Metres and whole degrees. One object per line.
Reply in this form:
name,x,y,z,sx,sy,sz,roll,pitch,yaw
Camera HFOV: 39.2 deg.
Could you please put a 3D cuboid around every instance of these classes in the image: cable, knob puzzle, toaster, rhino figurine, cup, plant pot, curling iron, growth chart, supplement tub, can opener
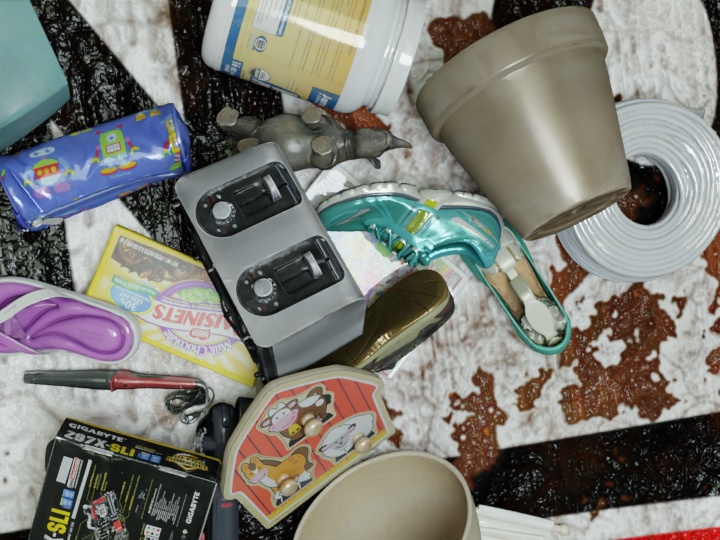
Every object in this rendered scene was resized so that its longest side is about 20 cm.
cable,0.307,-0.087,1.107,0.197,0.069,0.203,2,92,-8
knob puzzle,-0.054,0.173,1.017,0.218,0.030,0.221,-23,138,-22
toaster,-0.085,0.003,0.972,0.118,0.200,0.182,-26,74,-10
rhino figurine,-0.045,-0.133,1.038,0.197,0.087,0.061,1,82,-1
cup,0.046,0.310,1.041,0.199,0.200,0.144,-32,122,-6
plant pot,-0.391,-0.177,0.974,0.198,0.141,0.143,-27,96,-14
plant pot,0.177,-0.132,1.001,0.198,0.200,0.175,-22,78,-7
curling iron,-0.252,0.125,1.057,0.198,0.026,0.050,10,88,-8
growth chart,0.146,0.360,1.128,0.143,0.018,0.202,22,89,-9
supplement tub,-0.047,-0.245,1.012,0.198,0.145,0.146,18,90,-8
can opener,-0.141,0.234,1.059,0.078,0.063,0.203,4,91,-9

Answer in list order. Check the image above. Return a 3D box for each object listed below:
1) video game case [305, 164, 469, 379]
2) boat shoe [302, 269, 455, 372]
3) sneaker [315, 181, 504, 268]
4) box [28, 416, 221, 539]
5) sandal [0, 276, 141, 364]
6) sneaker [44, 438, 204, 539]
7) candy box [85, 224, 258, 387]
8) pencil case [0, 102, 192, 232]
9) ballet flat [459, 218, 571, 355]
video game case,0.000,0.000,1.093,0.200,0.018,0.144,40,87,-7
boat shoe,0.014,0.078,1.054,0.199,0.074,0.065,-31,136,9
sneaker,0.051,-0.044,1.039,0.197,0.078,0.081,5,76,-3
box,-0.237,0.259,0.980,0.158,0.049,0.202,17,105,-5
sandal,-0.323,0.052,1.017,0.200,0.050,0.084,4,99,2
sneaker,-0.236,0.235,1.036,0.086,0.074,0.201,-36,105,9
candy box,-0.184,0.038,1.064,0.198,0.026,0.103,23,92,-8
pencil case,-0.266,-0.102,1.019,0.198,0.078,0.088,-20,66,-6
ballet flat,0.167,0.006,1.090,0.067,0.070,0.201,-36,96,-3
